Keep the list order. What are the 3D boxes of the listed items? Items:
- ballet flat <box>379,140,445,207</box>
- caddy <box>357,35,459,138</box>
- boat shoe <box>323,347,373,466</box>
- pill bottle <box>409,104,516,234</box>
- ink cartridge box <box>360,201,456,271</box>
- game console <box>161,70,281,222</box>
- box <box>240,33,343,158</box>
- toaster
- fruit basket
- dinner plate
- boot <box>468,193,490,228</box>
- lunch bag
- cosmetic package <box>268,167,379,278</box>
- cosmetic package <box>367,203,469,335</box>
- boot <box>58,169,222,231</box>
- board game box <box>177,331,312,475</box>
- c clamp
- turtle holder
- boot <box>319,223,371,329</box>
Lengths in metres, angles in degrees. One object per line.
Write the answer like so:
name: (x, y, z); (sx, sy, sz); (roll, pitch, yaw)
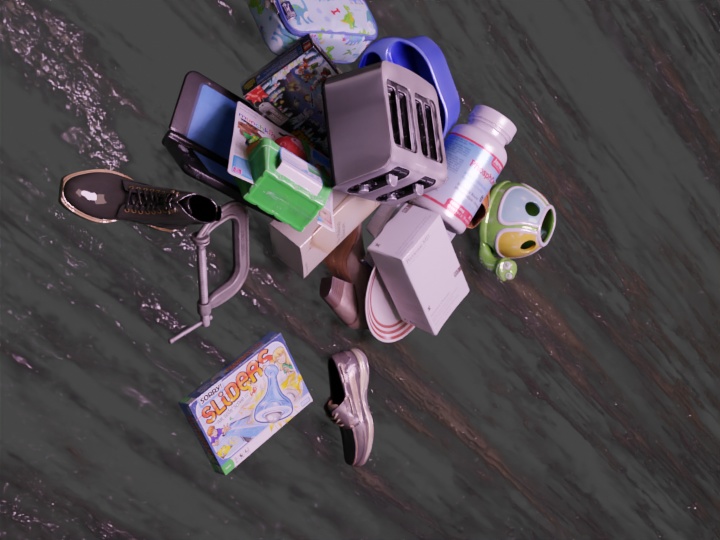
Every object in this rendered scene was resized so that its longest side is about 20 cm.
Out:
ballet flat: (0.101, -0.161, 1.790); (0.200, 0.070, 0.066); (-41, 141, -29)
caddy: (0.077, -0.291, 1.629); (0.105, 0.141, 0.201); (-42, 114, -54)
boat shoe: (-0.028, 0.235, 1.683); (0.073, 0.074, 0.202); (-1, 83, -30)
pill bottle: (0.175, -0.171, 1.646); (0.109, 0.109, 0.201); (34, 86, -35)
ink cartridge box: (0.087, -0.063, 1.737); (0.201, 0.040, 0.200); (-56, 143, -8)
game console: (-0.188, -0.188, 1.503); (0.199, 0.176, 0.117); (26, 104, -37)
box: (-0.077, -0.263, 1.565); (0.200, 0.136, 0.040); (43, 22, -43)
toaster: (0.035, -0.209, 1.478); (0.180, 0.118, 0.202); (11, 69, -58)
fruit basket: (-0.110, -0.161, 1.472); (0.185, 0.094, 0.201); (31, 37, -23)
dinner plate: (0.066, 0.026, 1.703); (0.200, 0.024, 0.202); (-27, 126, -42)
boot: (0.209, -0.146, 1.793); (0.076, 0.200, 0.156); (0, 65, 0)
lunch bag: (-0.080, -0.419, 1.579); (0.199, 0.082, 0.162); (-6, 65, -40)
cosmetic package: (-0.053, -0.095, 1.598); (0.200, 0.073, 0.104); (-46, 160, -21)
cosmetic package: (0.100, -0.002, 1.647); (0.113, 0.081, 0.200); (-51, 141, -21)
boot: (-0.306, -0.102, 1.384); (0.199, 0.138, 0.078); (6, 87, -40)
board game box: (-0.179, 0.208, 1.568); (0.200, 0.034, 0.136); (-39, 115, -33)
c clamp: (-0.221, -0.003, 1.487); (0.171, 0.027, 0.201); (-32, 138, -46)
turtle holder: (0.289, -0.085, 1.873); (0.185, 0.131, 0.142); (-44, 135, -42)
boot: (0.000, 0.000, 1.703); (0.146, 0.070, 0.201); (28, 74, -44)
